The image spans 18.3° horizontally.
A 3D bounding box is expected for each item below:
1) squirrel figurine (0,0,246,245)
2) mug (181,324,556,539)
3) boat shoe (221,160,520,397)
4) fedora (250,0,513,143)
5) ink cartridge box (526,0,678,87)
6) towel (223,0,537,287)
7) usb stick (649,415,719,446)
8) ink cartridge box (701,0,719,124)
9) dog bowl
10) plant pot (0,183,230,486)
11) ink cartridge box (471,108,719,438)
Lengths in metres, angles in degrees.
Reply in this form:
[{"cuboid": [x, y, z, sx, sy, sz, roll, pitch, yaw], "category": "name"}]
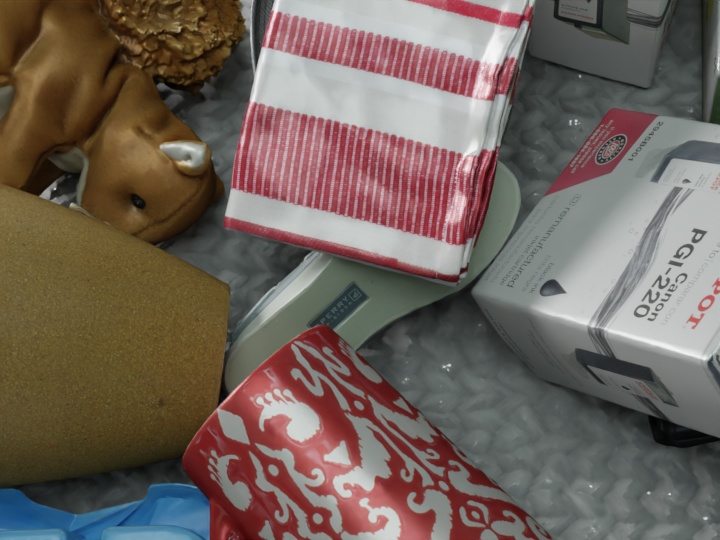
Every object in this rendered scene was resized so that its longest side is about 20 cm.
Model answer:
[{"cuboid": [-0.146, -0.114, 1.297, 0.186, 0.142, 0.200, 35, 77, 11], "category": "squirrel figurine"}, {"cuboid": [-0.001, 0.145, 1.146, 0.200, 0.134, 0.177, 46, 52, 11], "category": "mug"}, {"cuboid": [0.000, 0.001, 1.255, 0.200, 0.072, 0.070, -39, 107, 3], "category": "boat shoe"}, {"cuboid": [0.032, -0.145, 1.274, 0.176, 0.090, 0.201, 27, 57, -18], "category": "fedora"}, {"cuboid": [0.153, -0.218, 1.273, 0.083, 0.200, 0.146, 17, 70, 10], "category": "ink cartridge box"}, {"cuboid": [0.013, -0.104, 1.202, 0.143, 0.023, 0.201, 14, 90, 14], "category": "towel"}, {"cuboid": [0.256, 0.058, 1.231, 0.198, 0.033, 0.056, -9, 60, 2], "category": "usb stick"}, {"cuboid": [0.221, -0.171, 1.245, 0.048, 0.200, 0.147, 2, 68, 5], "category": "ink cartridge box"}, {"cuboid": [-0.148, 0.178, 1.221, 0.198, 0.050, 0.112, -3, 67, 5], "category": "dog bowl"}, {"cuboid": [-0.175, 0.041, 1.227, 0.198, 0.187, 0.188, 8, 68, -7], "category": "plant pot"}, {"cuboid": [0.176, 0.001, 1.186, 0.146, 0.085, 0.200, -52, 34, -15], "category": "ink cartridge box"}]
